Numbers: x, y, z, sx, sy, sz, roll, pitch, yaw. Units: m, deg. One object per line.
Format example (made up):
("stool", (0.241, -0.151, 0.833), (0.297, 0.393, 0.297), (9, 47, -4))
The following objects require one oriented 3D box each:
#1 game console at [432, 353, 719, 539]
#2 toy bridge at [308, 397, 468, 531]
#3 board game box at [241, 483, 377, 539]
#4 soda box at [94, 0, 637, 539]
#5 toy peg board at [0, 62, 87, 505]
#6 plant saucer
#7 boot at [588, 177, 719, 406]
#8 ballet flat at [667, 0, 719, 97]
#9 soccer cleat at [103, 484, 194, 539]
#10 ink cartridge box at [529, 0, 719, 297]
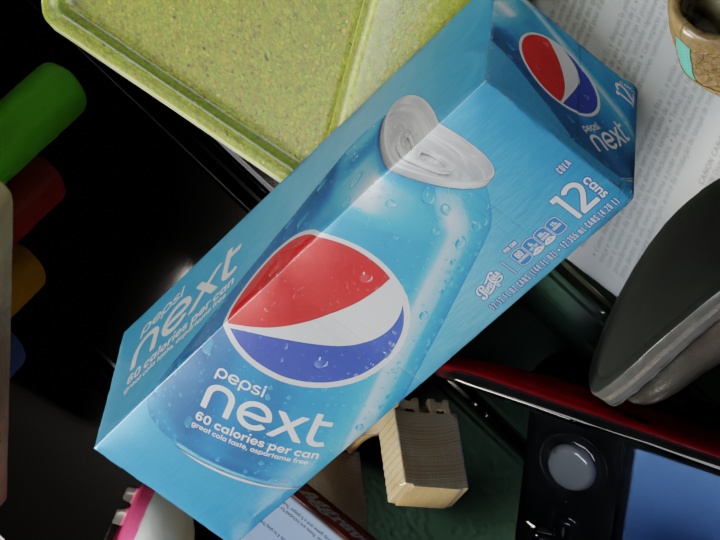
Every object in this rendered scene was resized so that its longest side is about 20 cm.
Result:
("game console", (0.127, 0.107, 0.856), (0.200, 0.119, 0.172), (19, 122, 23))
("toy bridge", (-0.011, 0.098, 0.971), (0.200, 0.027, 0.067), (123, 145, -53))
("board game box", (0.014, 0.165, 0.872), (0.200, 0.019, 0.103), (36, 106, 36))
("soda box", (0.000, 0.000, 0.825), (0.064, 0.068, 0.200), (36, 121, -18))
("toy peg board", (-0.203, -0.031, 1.022), (0.200, 0.098, 0.199), (30, 142, 17))
("plant saucer", (-0.035, -0.120, 0.861), (0.200, 0.048, 0.200), (34, 128, 26))
("boot", (0.191, 0.027, 0.774), (0.200, 0.069, 0.174), (-37, 111, 26))
("ballet flat", (0.156, -0.128, 0.703), (0.200, 0.072, 0.068), (-46, 66, 17))
("soccer cleat", (-0.084, 0.171, 1.062), (0.086, 0.070, 0.200), (21, 127, 3))
("ink cartridge box", (0.079, -0.092, 0.839), (0.200, 0.057, 0.163), (41, 130, 26))
